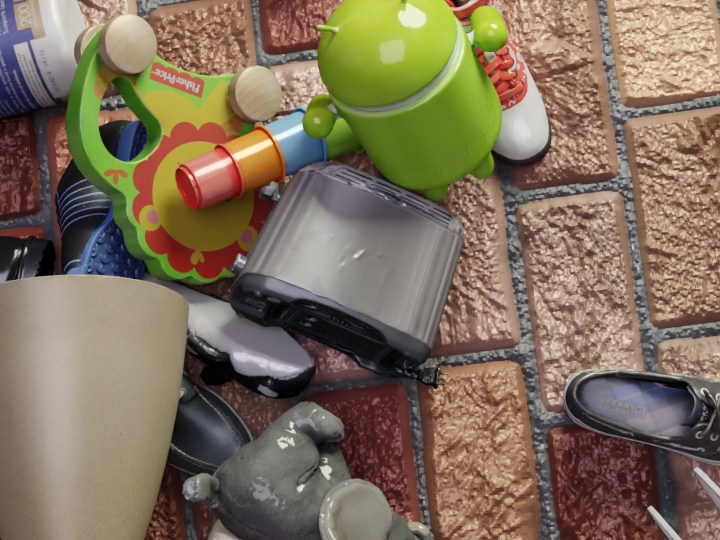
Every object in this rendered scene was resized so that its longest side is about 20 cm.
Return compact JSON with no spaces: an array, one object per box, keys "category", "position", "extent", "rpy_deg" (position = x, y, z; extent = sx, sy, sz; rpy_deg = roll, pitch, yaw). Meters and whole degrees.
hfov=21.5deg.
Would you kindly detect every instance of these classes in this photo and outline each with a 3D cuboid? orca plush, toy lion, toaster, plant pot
[{"category":"orca plush","position":[-0.132,0.067,1.581],"extent":[0.199,0.105,0.071],"rpy_deg":[20,115,7]},{"category":"toy lion","position":[-0.154,-0.090,1.566],"extent":[0.200,0.069,0.192],"rpy_deg":[20,77,-32]},{"category":"toaster","position":[0.000,0.000,1.538],"extent":[0.199,0.114,0.130],"rpy_deg":[23,73,-7]},{"category":"plant pot","position":[-0.221,0.127,1.445],"extent":[0.186,0.187,0.201],"rpy_deg":[-5,72,6]}]

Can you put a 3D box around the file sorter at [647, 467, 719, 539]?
[{"category":"file sorter","position":[0.234,0.272,1.442],"extent":[0.200,0.139,0.125],"rpy_deg":[-39,121,0]}]

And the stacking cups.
[{"category":"stacking cups","position":[-0.057,-0.099,1.563],"extent":[0.200,0.061,0.061],"rpy_deg":[-27,78,-22]}]

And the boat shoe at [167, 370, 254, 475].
[{"category":"boat shoe","position":[-0.175,0.108,1.582],"extent":[0.200,0.062,0.073],"rpy_deg":[37,88,11]}]

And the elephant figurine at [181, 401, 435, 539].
[{"category":"elephant figurine","position":[-0.015,0.211,1.502],"extent":[0.155,0.142,0.200],"rpy_deg":[-38,74,-8]}]

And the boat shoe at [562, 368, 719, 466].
[{"category":"boat shoe","position":[0.262,0.113,1.522],"extent":[0.199,0.066,0.070],"rpy_deg":[13,83,9]}]

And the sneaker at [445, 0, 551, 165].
[{"category":"sneaker","position":[0.097,-0.186,1.570],"extent":[0.067,0.108,0.202],"rpy_deg":[-24,79,3]}]

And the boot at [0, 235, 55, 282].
[{"category":"boot","position":[-0.359,0.052,1.605],"extent":[0.167,0.076,0.201],"rpy_deg":[8,75,5]}]

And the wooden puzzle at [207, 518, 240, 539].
[{"category":"wooden puzzle","position":[-0.067,0.320,1.542],"extent":[0.185,0.046,0.201],"rpy_deg":[20,84,10]}]

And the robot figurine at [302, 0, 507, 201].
[{"category":"robot figurine","position":[0.040,-0.144,1.487],"extent":[0.175,0.200,0.116],"rpy_deg":[-25,49,9]}]

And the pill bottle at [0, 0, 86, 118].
[{"category":"pill bottle","position":[-0.338,-0.180,1.624],"extent":[0.199,0.111,0.111],"rpy_deg":[-14,79,5]}]

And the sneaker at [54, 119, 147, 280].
[{"category":"sneaker","position":[-0.222,-0.038,1.590],"extent":[0.078,0.070,0.201],"rpy_deg":[-7,54,32]}]
